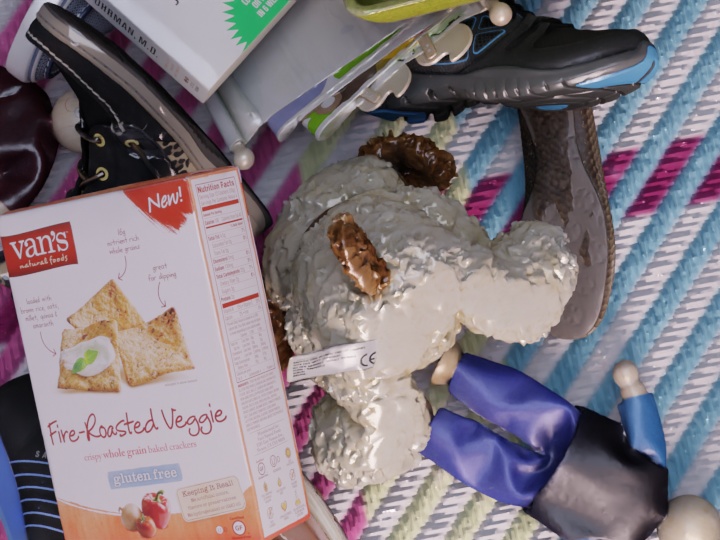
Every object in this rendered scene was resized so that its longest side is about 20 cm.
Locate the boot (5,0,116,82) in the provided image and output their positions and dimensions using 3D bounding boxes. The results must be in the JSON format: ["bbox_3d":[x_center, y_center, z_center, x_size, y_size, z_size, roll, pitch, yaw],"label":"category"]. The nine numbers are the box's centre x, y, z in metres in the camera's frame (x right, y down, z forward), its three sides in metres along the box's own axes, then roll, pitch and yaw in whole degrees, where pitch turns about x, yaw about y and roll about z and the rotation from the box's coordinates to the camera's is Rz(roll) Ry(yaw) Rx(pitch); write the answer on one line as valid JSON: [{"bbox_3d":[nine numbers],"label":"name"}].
[{"bbox_3d":[-0.128,-0.180,1.240,0.090,0.073,0.201,35,76,2],"label":"boot"}]

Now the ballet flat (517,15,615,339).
[{"bbox_3d":[0.125,-0.058,1.239,0.067,0.046,0.202,-12,83,29],"label":"ballet flat"}]

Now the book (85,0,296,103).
[{"bbox_3d":[-0.127,-0.213,1.198,0.200,0.048,0.134,40,69,-1],"label":"book"}]

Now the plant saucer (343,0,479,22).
[{"bbox_3d":[0.068,-0.230,1.186,0.198,0.048,0.201,-13,56,-4],"label":"plant saucer"}]

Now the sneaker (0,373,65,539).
[{"bbox_3d":[-0.168,0.145,1.182,0.077,0.070,0.201,-24,65,-6],"label":"sneaker"}]

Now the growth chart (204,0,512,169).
[{"bbox_3d":[-0.014,-0.142,1.212,0.199,0.018,0.145,-30,51,9],"label":"growth chart"}]

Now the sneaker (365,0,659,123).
[{"bbox_3d":[0.083,-0.136,1.198,0.199,0.073,0.083,0,85,31],"label":"sneaker"}]

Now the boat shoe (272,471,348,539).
[{"bbox_3d":[-0.078,0.129,1.199,0.072,0.076,0.200,-41,74,-10],"label":"boat shoe"}]

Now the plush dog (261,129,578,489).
[{"bbox_3d":[0.000,0.000,1.176,0.200,0.172,0.160,-46,123,0],"label":"plush dog"}]

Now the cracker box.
[{"bbox_3d":[-0.115,0.053,1.104,0.133,0.058,0.202,-10,93,30],"label":"cracker box"}]

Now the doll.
[{"bbox_3d":[0.129,0.114,1.210,0.199,0.048,0.137,29,84,5],"label":"doll"}]

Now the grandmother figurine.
[{"bbox_3d":[-0.233,-0.080,1.238,0.198,0.061,0.122,-10,76,0],"label":"grandmother figurine"}]

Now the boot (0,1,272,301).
[{"bbox_3d":[-0.162,-0.046,1.190,0.150,0.073,0.200,-43,127,1],"label":"boot"}]
